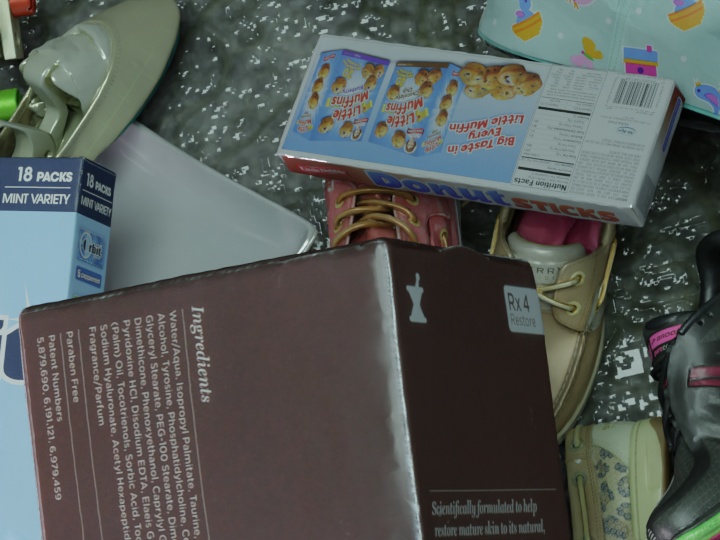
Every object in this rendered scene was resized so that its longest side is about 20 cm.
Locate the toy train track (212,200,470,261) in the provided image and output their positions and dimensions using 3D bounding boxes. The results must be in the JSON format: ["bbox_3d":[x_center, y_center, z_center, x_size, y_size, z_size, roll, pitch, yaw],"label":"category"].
[{"bbox_3d":[0.000,0.000,1.570,0.200,0.033,0.115,-41,83,11],"label":"toy train track"}]

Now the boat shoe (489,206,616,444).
[{"bbox_3d":[0.097,-0.005,1.539,0.074,0.069,0.201,8,78,14],"label":"boat shoe"}]

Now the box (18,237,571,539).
[{"bbox_3d":[-0.029,0.085,1.374,0.200,0.166,0.165,-11,81,27],"label":"box"}]

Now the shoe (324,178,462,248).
[{"bbox_3d":[0.015,-0.020,1.503,0.071,0.091,0.201,-12,89,12],"label":"shoe"}]

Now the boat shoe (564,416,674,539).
[{"bbox_3d":[0.132,0.173,1.495,0.063,0.073,0.201,-3,64,20],"label":"boat shoe"}]

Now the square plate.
[{"bbox_3d":[-0.134,0.026,1.570,0.200,0.028,0.198,31,85,43],"label":"square plate"}]

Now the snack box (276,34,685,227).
[{"bbox_3d":[0.057,-0.071,1.456,0.200,0.024,0.072,10,70,28],"label":"snack box"}]

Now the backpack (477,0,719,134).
[{"bbox_3d":[0.165,-0.155,1.500,0.199,0.176,0.154,10,111,22],"label":"backpack"}]

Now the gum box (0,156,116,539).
[{"bbox_3d":[-0.220,0.041,1.526,0.169,0.045,0.201,1,80,22],"label":"gum box"}]

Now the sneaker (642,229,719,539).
[{"bbox_3d":[0.172,0.063,1.475,0.084,0.077,0.200,30,52,-10],"label":"sneaker"}]

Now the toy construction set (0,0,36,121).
[{"bbox_3d":[-0.263,-0.108,1.633,0.199,0.092,0.132,-12,74,20],"label":"toy construction set"}]

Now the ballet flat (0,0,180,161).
[{"bbox_3d":[-0.170,-0.078,1.594,0.069,0.069,0.200,30,82,16],"label":"ballet flat"}]
